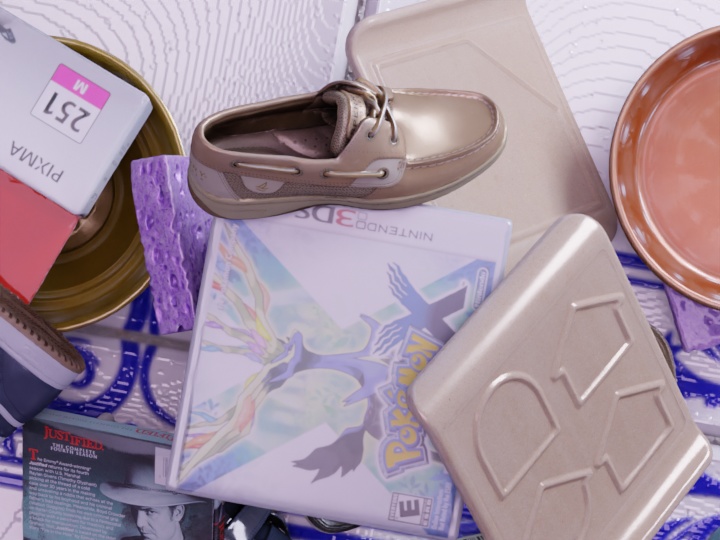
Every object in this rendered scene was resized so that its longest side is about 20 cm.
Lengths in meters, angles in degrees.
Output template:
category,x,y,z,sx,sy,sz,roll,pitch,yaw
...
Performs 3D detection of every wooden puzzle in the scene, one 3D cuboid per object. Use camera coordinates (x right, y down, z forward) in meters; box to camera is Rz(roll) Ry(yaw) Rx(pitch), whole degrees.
category,x,y,z,sx,sy,sz,roll,pitch,yaw
wooden puzzle,0.081,-0.087,1.574,0.185,0.037,0.200,-21,91,-44
wooden puzzle,0.119,0.095,1.429,0.185,0.046,0.200,-47,119,-30

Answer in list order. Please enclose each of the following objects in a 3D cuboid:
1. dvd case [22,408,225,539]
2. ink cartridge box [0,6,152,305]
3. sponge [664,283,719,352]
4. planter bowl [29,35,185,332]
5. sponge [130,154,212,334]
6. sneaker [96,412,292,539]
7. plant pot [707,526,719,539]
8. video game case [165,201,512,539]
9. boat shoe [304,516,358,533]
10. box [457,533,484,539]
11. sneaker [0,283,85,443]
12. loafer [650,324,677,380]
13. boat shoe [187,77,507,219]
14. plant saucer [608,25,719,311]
category,x,y,z,sx,sy,sz,roll,pitch,yaw
dvd case,-0.160,0.197,1.559,0.146,0.022,0.200,9,112,19
ink cartridge box,-0.266,-0.089,1.527,0.200,0.044,0.174,31,87,0
sponge,0.302,-0.027,1.617,0.200,0.030,0.112,-19,89,-1
planter bowl,-0.215,-0.057,1.589,0.200,0.083,0.201,0,89,-1
sponge,-0.095,-0.018,1.533,0.030,0.200,0.112,-12,88,16
sneaker,-0.109,0.165,1.581,0.200,0.078,0.079,23,110,1
plant pot,0.321,0.252,1.553,0.200,0.161,0.201,0,89,-1
video game case,-0.013,0.052,1.422,0.182,0.022,0.200,10,90,1
boat shoe,0.039,0.109,1.599,0.200,0.068,0.072,-37,91,0
box,0.097,0.280,1.574,0.128,0.109,0.200,-12,89,-2
sneaker,-0.287,0.038,1.504,0.200,0.070,0.109,41,99,-13
loafer,0.182,0.108,1.556,0.076,0.068,0.200,30,48,-17
boat shoe,-0.004,-0.078,1.395,0.200,0.065,0.071,-13,60,-13
plant saucer,0.268,-0.068,1.580,0.200,0.032,0.201,0,85,1
